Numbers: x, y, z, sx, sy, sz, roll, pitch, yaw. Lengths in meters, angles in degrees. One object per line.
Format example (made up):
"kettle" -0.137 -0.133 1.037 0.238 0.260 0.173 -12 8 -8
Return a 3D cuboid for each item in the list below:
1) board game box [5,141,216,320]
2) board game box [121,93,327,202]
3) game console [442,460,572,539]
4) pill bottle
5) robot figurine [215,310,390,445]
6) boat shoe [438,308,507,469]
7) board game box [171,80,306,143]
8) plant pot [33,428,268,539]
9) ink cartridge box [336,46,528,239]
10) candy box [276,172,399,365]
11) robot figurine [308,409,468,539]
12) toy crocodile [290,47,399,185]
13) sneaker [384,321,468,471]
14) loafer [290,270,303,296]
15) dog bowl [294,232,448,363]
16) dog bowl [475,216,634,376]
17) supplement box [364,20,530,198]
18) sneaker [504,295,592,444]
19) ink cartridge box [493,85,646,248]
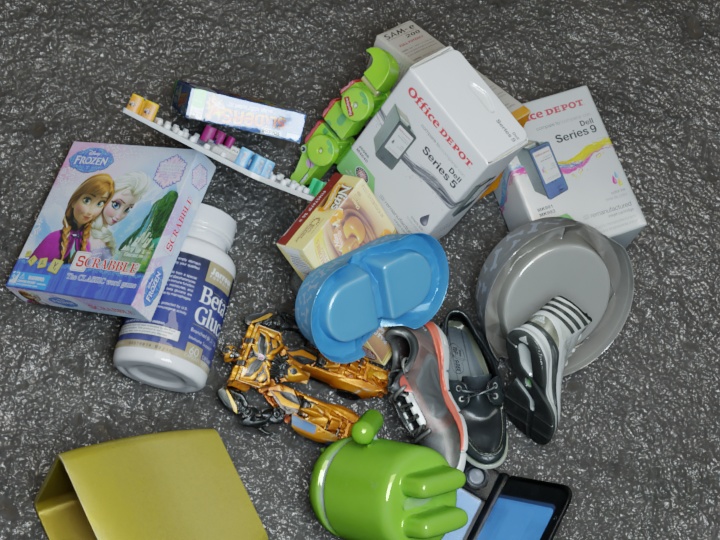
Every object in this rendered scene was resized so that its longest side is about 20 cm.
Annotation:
"board game box" -0.286 -0.050 1.584 0.198 0.041 0.201 6 64 32
"board game box" -0.144 -0.136 1.587 0.199 0.200 0.026 27 95 25
"game console" 0.110 0.295 1.554 0.175 0.117 0.201 31 68 1
"pill bottle" -0.206 0.028 1.592 0.110 0.111 0.202 15 69 -5
"robot figurine" -0.067 0.127 1.604 0.198 0.058 0.146 22 68 -9
"boat shoe" 0.130 0.131 1.611 0.074 0.066 0.201 -2 53 -6
"board game box" -0.147 -0.189 1.626 0.134 0.200 0.035 12 97 -14
"plant pot" -0.215 0.277 1.470 0.175 0.200 0.201 -22 76 -27
"ink cartridge box" 0.080 -0.136 1.609 0.084 0.200 0.146 -31 77 -40
"candy box" 0.000 0.000 1.607 0.116 0.055 0.201 -50 128 -21
"robot figurine" 0.025 0.244 1.516 0.115 0.199 0.178 -10 98 -41
"toy crocodile" -0.021 -0.180 1.667 0.062 0.200 0.067 48 29 15
"sneaker" 0.062 0.154 1.578 0.081 0.077 0.202 7 60 -36
"loafer" -0.005 -0.037 1.670 0.070 0.070 0.200 41 66 5
"dog bowl" 0.010 0.025 1.552 0.199 0.049 0.113 -26 117 -32
"dog bowl" 0.225 0.028 1.643 0.198 0.059 0.202 -9 118 -18
"supplement box" 0.095 -0.192 1.684 0.200 0.127 0.073 41 46 20
"sneaker" 0.228 0.110 1.605 0.075 0.202 0.115 32 58 31
"ink cartridge box" 0.247 -0.112 1.735 0.144 0.088 0.202 -16 73 -14
